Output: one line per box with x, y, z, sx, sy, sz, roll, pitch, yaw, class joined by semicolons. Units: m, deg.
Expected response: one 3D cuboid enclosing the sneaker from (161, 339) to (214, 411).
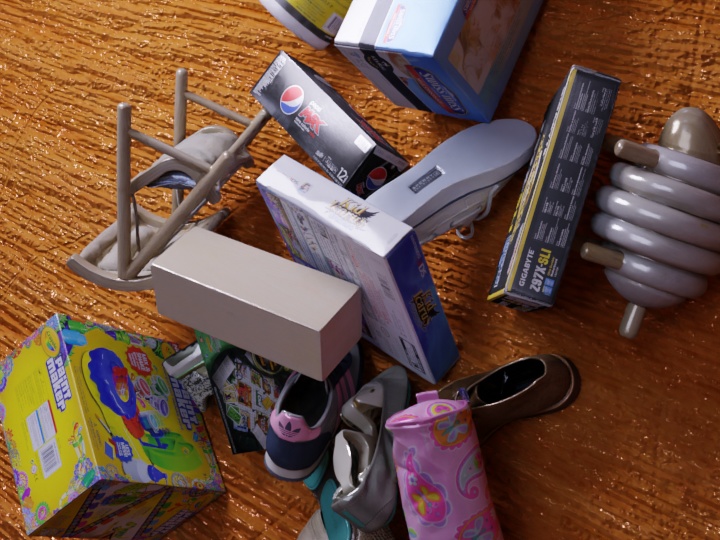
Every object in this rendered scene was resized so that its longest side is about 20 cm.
-0.123;0.098;1.220;0.198;0.077;0.090;-25;95;26;sneaker

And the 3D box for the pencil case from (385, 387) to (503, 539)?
0.079;0.212;0.981;0.086;0.087;0.203;-12;93;32;pencil case

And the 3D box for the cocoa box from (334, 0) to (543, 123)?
0.091;-0.273;1.098;0.130;0.133;0.202;17;78;38;cocoa box

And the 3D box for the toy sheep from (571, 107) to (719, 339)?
0.256;-0.040;0.935;0.137;0.137;0.203;28;107;37;toy sheep

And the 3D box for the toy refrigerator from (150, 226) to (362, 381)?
-0.101;0.032;1.063;0.198;0.076;0.071;19;131;25;toy refrigerator

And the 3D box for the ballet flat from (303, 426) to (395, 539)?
-0.018;0.209;1.090;0.068;0.074;0.201;-63;37;28;ballet flat

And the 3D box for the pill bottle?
-0.022;-0.360;1.233;0.200;0.111;0.112;-49;55;14;pill bottle

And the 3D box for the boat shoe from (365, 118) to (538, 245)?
0.095;-0.070;1.095;0.201;0.087;0.075;-34;50;-11;boat shoe

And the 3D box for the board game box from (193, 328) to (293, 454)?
-0.118;0.092;1.162;0.103;0.023;0.203;-12;100;24;board game box

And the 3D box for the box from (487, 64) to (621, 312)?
0.170;-0.065;0.985;0.049;0.160;0.203;17;87;5;box

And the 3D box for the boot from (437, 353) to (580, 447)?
0.103;0.126;1.031;0.199;0.075;0.075;-30;63;27;boot

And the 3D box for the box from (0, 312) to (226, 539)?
-0.279;0.179;1.215;0.121;0.192;0.202;-37;60;22;box

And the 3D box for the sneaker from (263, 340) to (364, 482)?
-0.037;0.110;1.078;0.069;0.083;0.201;15;41;6;sneaker

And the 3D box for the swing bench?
-0.206;-0.091;1.209;0.128;0.199;0.202;24;113;-1;swing bench

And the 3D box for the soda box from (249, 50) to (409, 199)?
-0.036;-0.159;1.211;0.064;0.070;0.200;-51;54;14;soda box

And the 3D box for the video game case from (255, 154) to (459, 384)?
0.000;0.000;1.066;0.180;0.201;0.045;31;66;37;video game case

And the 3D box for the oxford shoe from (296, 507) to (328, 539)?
0.008;0.295;1.054;0.198;0.070;0.076;23;88;37;oxford shoe

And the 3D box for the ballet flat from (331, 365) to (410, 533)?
0.008;0.154;1.042;0.067;0.063;0.201;-45;23;35;ballet flat
